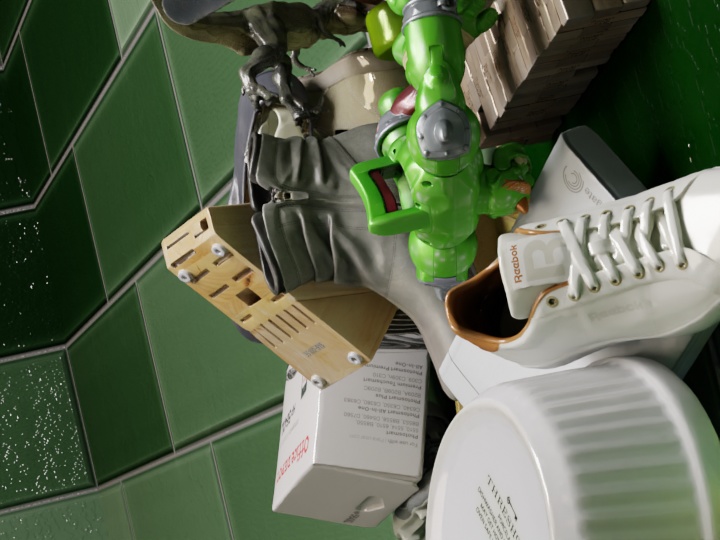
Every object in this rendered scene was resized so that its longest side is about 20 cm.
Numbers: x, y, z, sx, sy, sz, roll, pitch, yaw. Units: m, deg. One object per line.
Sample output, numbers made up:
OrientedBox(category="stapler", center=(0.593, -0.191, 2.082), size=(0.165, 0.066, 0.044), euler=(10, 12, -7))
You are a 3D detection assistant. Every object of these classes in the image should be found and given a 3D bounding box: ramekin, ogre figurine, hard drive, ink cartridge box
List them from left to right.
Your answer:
OrientedBox(category="ink cartridge box", center=(-0.004, 0.070, 1.553), size=(0.146, 0.084, 0.202), euler=(124, 153, -66))
OrientedBox(category="ogre figurine", center=(0.042, -0.069, 1.205), size=(0.201, 0.097, 0.121), euler=(116, 156, -47))
OrientedBox(category="ramekin", center=(0.106, 0.145, 1.114), size=(0.202, 0.093, 0.204), euler=(180, 90, -69))
OrientedBox(category="hard drive", center=(0.121, 0.037, 1.203), size=(0.132, 0.027, 0.201), euler=(51, 138, 26))

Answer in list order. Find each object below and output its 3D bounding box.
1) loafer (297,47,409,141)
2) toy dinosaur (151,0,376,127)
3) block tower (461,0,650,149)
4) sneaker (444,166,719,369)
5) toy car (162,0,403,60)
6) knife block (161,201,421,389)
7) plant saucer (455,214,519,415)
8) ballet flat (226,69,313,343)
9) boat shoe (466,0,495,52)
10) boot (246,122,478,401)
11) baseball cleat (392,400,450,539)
OrientedBox(category="loafer", center=(-0.006, -0.114, 1.556), size=(0.200, 0.075, 0.069), euler=(156, 107, -72))
OrientedBox(category="toy dinosaur", center=(-0.061, -0.145, 1.418), size=(0.047, 0.199, 0.089), euler=(-29, 72, 43))
OrientedBox(category="block tower", center=(0.105, -0.131, 1.220), size=(0.200, 0.054, 0.058), euler=(118, 136, -66))
OrientedBox(category="sneaker", center=(0.123, 0.001, 1.085), size=(0.200, 0.084, 0.073), euler=(-31, 57, 41))
OrientedBox(category="toy car", center=(-0.042, -0.221, 1.383), size=(0.158, 0.198, 0.166), euler=(142, 115, -71))
OrientedBox(category="knife block", center=(-0.014, -0.020, 1.438), size=(0.064, 0.200, 0.176), euler=(-33, 25, 48))
OrientedBox(category="plant saucer", center=(0.109, 0.048, 1.340), size=(0.200, 0.048, 0.202), euler=(-152, 53, -69))
OrientedBox(category="ballet flat", center=(-0.062, -0.042, 1.527), size=(0.073, 0.072, 0.202), euler=(-151, 63, -68))
OrientedBox(category="boat shoe", center=(0.046, -0.229, 1.282), size=(0.072, 0.065, 0.202), euler=(-9, 95, 43))
OrientedBox(category="boot", center=(0.000, 0.000, 1.355), size=(0.068, 0.130, 0.201), euler=(122, 133, -66))
OrientedBox(category="baseball cleat", center=(0.054, 0.137, 1.547), size=(0.200, 0.069, 0.107), euler=(128, 134, -64))
